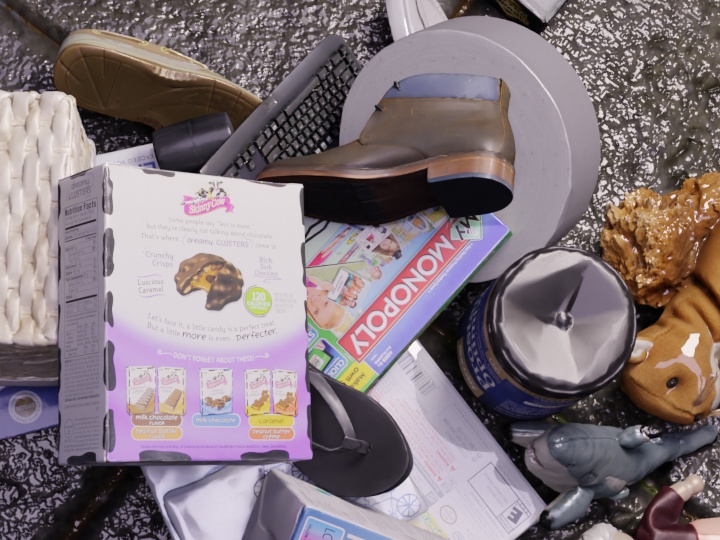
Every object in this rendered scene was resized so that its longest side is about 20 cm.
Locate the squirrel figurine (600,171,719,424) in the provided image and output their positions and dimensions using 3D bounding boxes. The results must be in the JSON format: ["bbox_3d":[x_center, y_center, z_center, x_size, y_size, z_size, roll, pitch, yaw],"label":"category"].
[{"bbox_3d":[0.273,0.024,1.420,0.186,0.142,0.200,-36,71,-3],"label":"squirrel figurine"}]

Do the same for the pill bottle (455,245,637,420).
[{"bbox_3d":[0.133,0.055,1.343,0.111,0.200,0.112,2,78,-7],"label":"pill bottle"}]

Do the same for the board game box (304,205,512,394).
[{"bbox_3d":[0.000,0.000,1.340,0.135,0.029,0.200,42,90,11],"label":"board game box"}]

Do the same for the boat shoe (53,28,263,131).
[{"bbox_3d":[-0.148,-0.145,1.410,0.199,0.066,0.074,23,116,-22],"label":"boat shoe"}]

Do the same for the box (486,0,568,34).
[{"bbox_3d":[0.124,-0.321,1.499,0.200,0.046,0.159,40,76,2],"label":"box"}]

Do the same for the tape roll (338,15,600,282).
[{"bbox_3d":[0.084,-0.094,1.375,0.201,0.200,0.066,53,33,5],"label":"tape roll"}]

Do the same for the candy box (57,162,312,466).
[{"bbox_3d":[-0.122,0.035,1.224,0.167,0.071,0.201,5,79,-37],"label":"candy box"}]

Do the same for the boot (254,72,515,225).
[{"bbox_3d":[0.022,-0.092,1.310,0.199,0.075,0.097,0,61,17],"label":"boot"}]

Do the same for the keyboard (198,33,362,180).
[{"bbox_3d":[-0.043,-0.086,1.404,0.200,0.021,0.127,-50,124,-32],"label":"keyboard"}]

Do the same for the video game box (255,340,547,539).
[{"bbox_3d":[0.017,0.169,1.383,0.182,0.047,0.200,-36,85,-15],"label":"video game box"}]

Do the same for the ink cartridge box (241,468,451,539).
[{"bbox_3d":[0.022,0.222,1.267,0.199,0.136,0.077,22,89,-14],"label":"ink cartridge box"}]

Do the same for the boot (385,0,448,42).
[{"bbox_3d":[0.099,-0.159,1.429,0.095,0.073,0.201,-25,89,31],"label":"boot"}]

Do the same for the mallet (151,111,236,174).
[{"bbox_3d":[-0.100,-0.028,1.390,0.066,0.041,0.201,-23,100,-2],"label":"mallet"}]

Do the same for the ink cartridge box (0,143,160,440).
[{"bbox_3d":[-0.228,0.015,1.385,0.195,0.043,0.201,-14,79,-11],"label":"ink cartridge box"}]

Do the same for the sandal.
[{"bbox_3d":[-0.049,0.097,1.300,0.200,0.043,0.076,40,96,10],"label":"sandal"}]

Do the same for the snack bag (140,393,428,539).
[{"bbox_3d":[-0.073,0.137,1.346,0.188,0.021,0.201,-25,81,-11],"label":"snack bag"}]

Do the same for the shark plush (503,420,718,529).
[{"bbox_3d":[0.208,0.149,1.380,0.199,0.083,0.091,9,52,-27],"label":"shark plush"}]

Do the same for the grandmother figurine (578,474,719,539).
[{"bbox_3d":[0.263,0.224,1.399,0.199,0.061,0.122,-1,70,-11],"label":"grandmother figurine"}]

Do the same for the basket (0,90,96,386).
[{"bbox_3d":[-0.299,-0.022,1.284,0.197,0.161,0.201,2,80,-5],"label":"basket"}]
